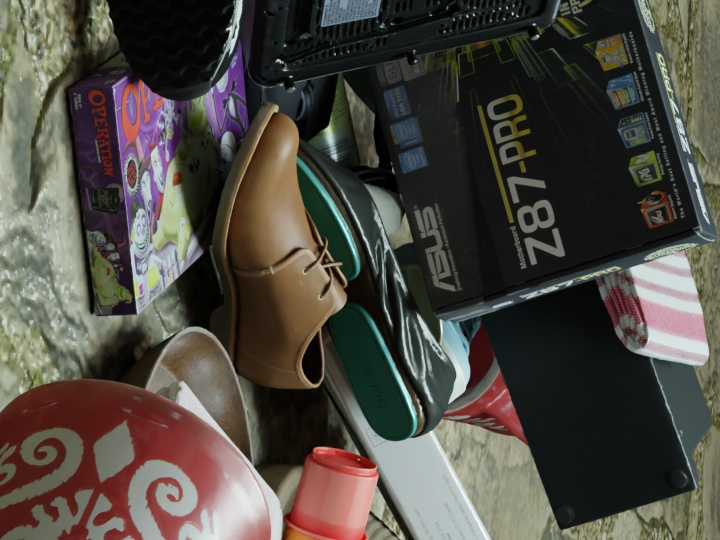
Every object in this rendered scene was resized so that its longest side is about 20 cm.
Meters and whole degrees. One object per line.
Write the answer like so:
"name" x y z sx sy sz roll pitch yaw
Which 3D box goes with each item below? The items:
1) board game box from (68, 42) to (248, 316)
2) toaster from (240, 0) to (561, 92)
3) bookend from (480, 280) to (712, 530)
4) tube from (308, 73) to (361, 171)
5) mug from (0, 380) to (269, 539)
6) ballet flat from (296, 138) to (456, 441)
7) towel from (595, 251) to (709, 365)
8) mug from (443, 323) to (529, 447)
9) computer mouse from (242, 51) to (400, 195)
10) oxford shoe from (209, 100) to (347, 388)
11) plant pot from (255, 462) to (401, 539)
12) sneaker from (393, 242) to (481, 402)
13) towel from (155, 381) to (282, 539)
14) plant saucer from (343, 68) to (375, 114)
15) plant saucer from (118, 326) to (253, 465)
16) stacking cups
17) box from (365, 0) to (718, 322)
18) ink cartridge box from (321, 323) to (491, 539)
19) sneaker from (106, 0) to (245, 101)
"board game box" -0.100 -0.063 1.566 0.200 0.032 0.120 -49 133 -66
"toaster" 0.018 -0.194 1.558 0.200 0.180 0.119 101 -27 -67
"bookend" 0.151 0.031 1.866 0.199 0.092 0.200 69 19 -6
"tube" -0.038 -0.130 1.750 0.058 0.052 0.200 -134 -149 -66
"mug" -0.126 0.177 1.268 0.200 0.133 0.178 -65 149 -49
"ballet flat" 0.000 0.000 1.680 0.068 0.068 0.200 -42 119 -40
"towel" 0.151 -0.040 1.754 0.146 0.030 0.200 13 59 -67
"mug" 0.098 0.051 2.001 0.134 0.177 0.200 -69 159 4
"computer mouse" -0.018 -0.115 1.704 0.140 0.046 0.200 -10 101 -42
"oxford shoe" -0.039 -0.012 1.608 0.200 0.071 0.071 92 21 -49
"plant pot" -0.013 0.212 1.745 0.201 0.092 0.201 -1 90 -75
"sneaker" 0.046 0.020 1.823 0.074 0.082 0.200 61 -2 -22
"towel" -0.084 0.180 1.492 0.191 0.032 0.200 58 35 -60
"plant saucer" 0.034 -0.118 1.805 0.039 0.201 0.201 -46 147 -16
"plant saucer" -0.100 0.129 1.548 0.200 0.034 0.201 1 90 -74
"stacking cups" -0.035 0.194 1.628 0.060 0.060 0.200 -5 112 -74
"box" 0.094 -0.089 1.671 0.049 0.161 0.200 12 63 -69
"ink cartridge box" 0.020 0.103 1.818 0.200 0.045 0.176 62 -4 -11
"sneaker" -0.088 -0.184 1.503 0.090 0.070 0.201 -3 84 -75
